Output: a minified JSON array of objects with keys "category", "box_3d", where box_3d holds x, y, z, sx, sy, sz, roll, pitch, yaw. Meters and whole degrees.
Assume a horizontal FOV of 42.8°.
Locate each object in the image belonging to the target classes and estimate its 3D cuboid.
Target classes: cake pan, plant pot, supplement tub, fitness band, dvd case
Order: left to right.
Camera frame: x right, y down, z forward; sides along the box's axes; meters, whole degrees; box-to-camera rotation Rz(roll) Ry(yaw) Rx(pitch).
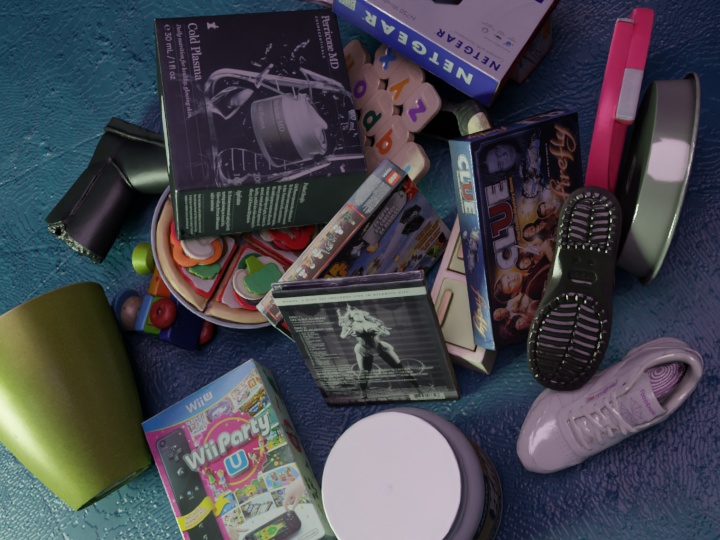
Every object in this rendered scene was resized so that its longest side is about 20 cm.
[{"category":"plant pot","box_3d":[-0.316,0.148,1.001,0.186,0.187,0.202,-34,82,4]},{"category":"dvd case","box_3d":[0.010,0.073,0.906,0.146,0.201,0.016,-5,50,15]},{"category":"supplement tub","box_3d":[0.051,0.207,0.847,0.142,0.200,0.147,-5,72,15]},{"category":"fitness band","box_3d":[0.259,-0.166,0.927,0.037,0.144,0.203,13,72,13]},{"category":"cake pan","box_3d":[0.274,-0.088,0.869,0.036,0.200,0.204,12,77,8]}]

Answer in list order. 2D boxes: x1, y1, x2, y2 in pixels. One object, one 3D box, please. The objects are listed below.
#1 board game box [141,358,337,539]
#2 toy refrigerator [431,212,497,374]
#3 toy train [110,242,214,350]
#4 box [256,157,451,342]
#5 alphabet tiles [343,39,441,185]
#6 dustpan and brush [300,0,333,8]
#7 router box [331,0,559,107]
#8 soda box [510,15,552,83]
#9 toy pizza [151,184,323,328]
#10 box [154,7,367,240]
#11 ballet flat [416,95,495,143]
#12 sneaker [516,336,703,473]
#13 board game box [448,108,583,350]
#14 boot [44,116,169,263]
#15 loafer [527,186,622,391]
[{"category":"board game box","box_3d":[-0.128,0.221,0.971,0.146,0.064,0.202,-30,67,6]},{"category":"toy refrigerator","box_3d":[0.127,-0.004,0.960,0.075,0.070,0.203,16,79,20]},{"category":"toy train","box_3d":[-0.216,-0.016,1.067,0.114,0.084,0.204,5,75,32]},{"category":"box","box_3d":[0.000,0.000,0.958,0.200,0.137,0.040,-48,52,-2]},{"category":"alphabet tiles","box_3d":[0.006,-0.158,1.026,0.196,0.014,0.202,-44,56,29]},{"category":"dustpan and brush","box_3d":[-0.014,-0.298,1.016,0.058,0.198,0.140,-62,33,10]},{"category":"router box","box_3d":[0.099,-0.295,0.957,0.198,0.049,0.181,32,68,6]},{"category":"soda box","box_3d":[0.124,-0.301,1.050,0.199,0.068,0.064,39,83,23]},{"category":"toy pizza","box_3d":[-0.130,-0.036,1.013,0.197,0.032,0.204,7,68,-18]},{"category":"box","box_3d":[-0.110,-0.155,0.973,0.193,0.124,0.203,-7,70,-14]},{"category":"ballet flat","box_3d":[0.103,-0.144,0.964,0.056,0.200,0.067,-27,108,-4]},{"category":"sneaker","box_3d":[0.233,0.126,0.869,0.198,0.100,0.075,-34,87,5]},{"category":"board game box","box_3d":[0.158,-0.040,0.885,0.134,0.204,0.034,-19,20,-27]},{"category":"boot","box_3d":[-0.271,-0.081,1.097,0.198,0.076,0.170,22,77,28]},{"category":"loafer","box_3d":[0.209,0.017,0.862,0.072,0.071,0.203,16,111,15]}]
